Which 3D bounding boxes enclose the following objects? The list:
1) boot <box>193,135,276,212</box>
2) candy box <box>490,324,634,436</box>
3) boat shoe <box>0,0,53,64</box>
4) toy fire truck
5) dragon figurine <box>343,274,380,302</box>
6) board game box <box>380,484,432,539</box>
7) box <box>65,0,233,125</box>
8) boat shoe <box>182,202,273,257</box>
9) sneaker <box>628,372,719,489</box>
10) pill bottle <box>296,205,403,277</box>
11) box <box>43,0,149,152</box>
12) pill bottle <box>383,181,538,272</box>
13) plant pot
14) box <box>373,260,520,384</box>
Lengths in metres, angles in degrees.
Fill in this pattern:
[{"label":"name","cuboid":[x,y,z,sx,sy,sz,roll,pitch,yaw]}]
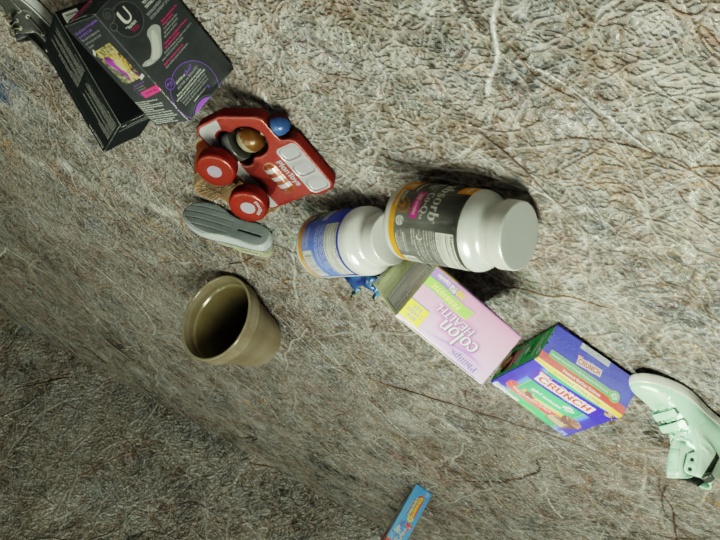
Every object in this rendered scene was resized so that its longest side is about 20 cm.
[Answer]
[{"label":"boot","cuboid":[-0.213,-0.164,1.635,0.075,0.108,0.200,-27,150,22]},{"label":"candy box","cuboid":[0.335,0.187,1.574,0.169,0.077,0.200,35,155,-2]},{"label":"boat shoe","cuboid":[-0.560,-0.410,1.613,0.200,0.066,0.070,44,154,-22]},{"label":"toy fire truck","cuboid":[-0.154,-0.183,1.499,0.167,0.113,0.200,-18,128,31]},{"label":"dragon figurine","cuboid":[0.000,0.000,1.673,0.199,0.059,0.100,8,145,47]},{"label":"board game box","cuboid":[0.118,0.726,2.700,0.056,0.196,0.200,30,156,6]},{"label":"box","cuboid":[-0.304,-0.325,1.377,0.106,0.123,0.200,5,142,49]},{"label":"boat shoe","cuboid":[-0.260,-0.073,1.854,0.199,0.072,0.062,22,151,18]},{"label":"sneaker","cuboid":[0.483,0.250,1.454,0.200,0.119,0.074,36,158,-2]},{"label":"pill bottle","cuboid":[-0.009,-0.046,1.536,0.112,0.112,0.199,46,153,-25]},{"label":"box","cuboid":[-0.422,-0.312,1.529,0.201,0.079,0.141,60,150,-4]},{"label":"pill bottle","cuboid":[0.138,-0.060,1.319,0.199,0.117,0.117,10,147,41]},{"label":"plant pot","cuboid":[-0.275,0.137,2.148,0.199,0.201,0.173,12,164,40]},{"label":"box","cuboid":[0.129,0.059,1.471,0.176,0.097,0.200,39,-175,-15]}]
